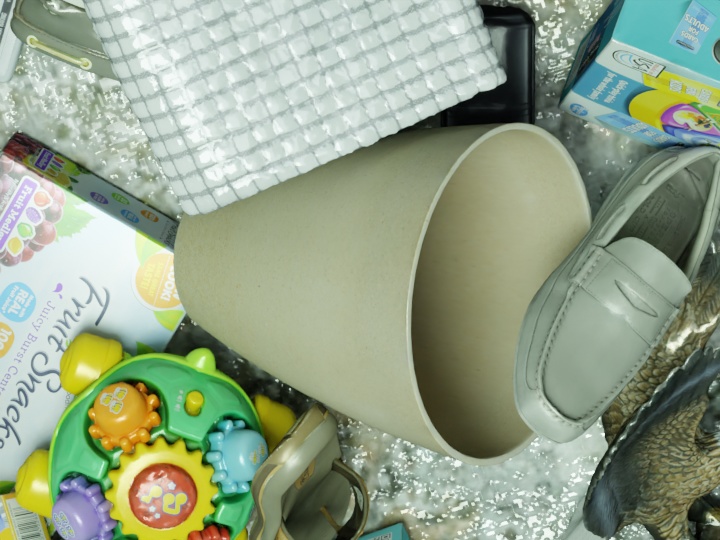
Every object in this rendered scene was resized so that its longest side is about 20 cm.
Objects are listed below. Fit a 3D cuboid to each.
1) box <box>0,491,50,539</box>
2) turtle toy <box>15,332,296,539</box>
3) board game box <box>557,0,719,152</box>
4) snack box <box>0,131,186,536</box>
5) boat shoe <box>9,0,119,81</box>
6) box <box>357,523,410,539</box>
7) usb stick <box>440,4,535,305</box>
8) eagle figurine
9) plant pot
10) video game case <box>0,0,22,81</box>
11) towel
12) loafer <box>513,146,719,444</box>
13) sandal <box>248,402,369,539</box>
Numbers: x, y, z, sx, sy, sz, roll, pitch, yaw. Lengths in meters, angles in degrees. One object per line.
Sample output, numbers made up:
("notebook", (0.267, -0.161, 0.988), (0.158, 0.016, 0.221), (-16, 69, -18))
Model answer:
("box", (-0.264, 0.217, 1.700), (0.200, 0.041, 0.119), (-22, 82, 26))
("turtle toy", (-0.124, 0.137, 1.628), (0.145, 0.101, 0.200), (20, 100, -12))
("board game box", (0.221, -0.090, 1.561), (0.200, 0.151, 0.047), (22, 78, -2))
("snack box", (-0.195, 0.040, 1.685), (0.142, 0.053, 0.200), (29, 107, -7))
("boat shoe", (-0.101, -0.124, 1.615), (0.201, 0.072, 0.060), (23, 123, -15))
("box", (0.024, 0.260, 1.733), (0.082, 0.049, 0.200), (-19, 110, 9))
("usb stick", (0.074, -0.056, 1.646), (0.055, 0.033, 0.201), (0, 107, 3))
("eagle figurine", (0.178, 0.096, 1.633), (0.151, 0.152, 0.200), (-37, 124, -22))
("plant pot", (0.000, 0.000, 1.590), (0.200, 0.187, 0.188), (10, 112, 36))
("video game case", (-0.258, -0.229, 1.613), (0.182, 0.022, 0.200), (19, 109, -2))
("towel", (-0.041, -0.143, 1.537), (0.200, 0.086, 0.166), (-25, 102, -2))
("loafer", (0.144, 0.007, 1.548), (0.070, 0.200, 0.070), (36, 148, -14))
("sandal", (-0.023, 0.135, 1.632), (0.054, 0.200, 0.080), (33, 73, 12))
